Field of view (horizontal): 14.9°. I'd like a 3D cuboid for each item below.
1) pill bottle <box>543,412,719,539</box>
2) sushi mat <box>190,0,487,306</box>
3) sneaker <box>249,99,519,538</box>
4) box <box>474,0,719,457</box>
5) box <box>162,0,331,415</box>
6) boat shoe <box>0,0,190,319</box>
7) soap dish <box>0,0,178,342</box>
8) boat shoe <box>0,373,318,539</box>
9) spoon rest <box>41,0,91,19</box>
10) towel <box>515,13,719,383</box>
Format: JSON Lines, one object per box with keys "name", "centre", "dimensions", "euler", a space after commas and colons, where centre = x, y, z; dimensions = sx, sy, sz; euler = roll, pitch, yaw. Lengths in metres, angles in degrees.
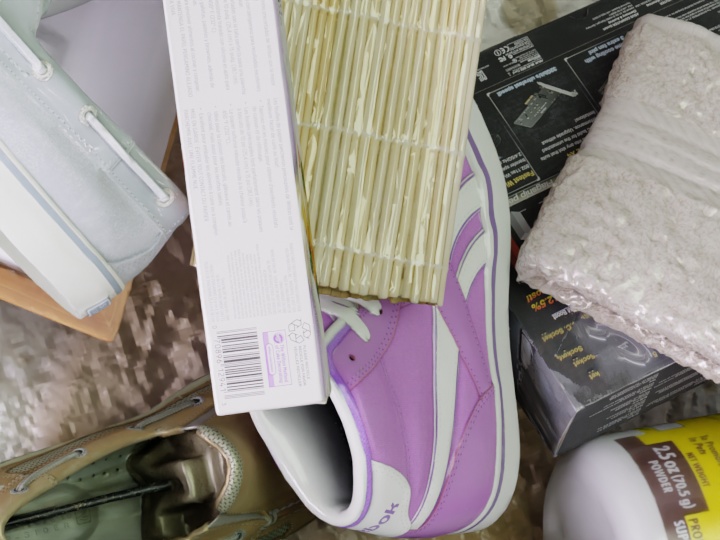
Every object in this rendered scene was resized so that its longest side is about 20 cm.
{"name": "pill bottle", "centre": [0.183, 0.107, 1.128], "dimensions": [0.200, 0.109, 0.110], "euler": [-9, 83, -18]}
{"name": "sushi mat", "centre": [-0.001, -0.090, 0.985], "dimensions": [0.095, 0.012, 0.201], "euler": [8, 93, -20]}
{"name": "sneaker", "centre": [0.001, 0.000, 1.035], "dimensions": [0.114, 0.073, 0.201], "euler": [5, 71, -49]}
{"name": "box", "centre": [0.125, -0.037, 1.127], "dimensions": [0.200, 0.050, 0.158], "euler": [-25, 69, -19]}
{"name": "box", "centre": [-0.042, -0.051, 0.948], "dimensions": [0.041, 0.039, 0.201], "euler": [-8, 92, 3]}
{"name": "boat shoe", "centre": [-0.133, -0.078, 0.933], "dimensions": [0.071, 0.070, 0.201], "euler": [-41, 108, -12]}
{"name": "soap dish", "centre": [-0.141, -0.089, 1.024], "dimensions": [0.157, 0.081, 0.200], "euler": [23, 69, -23]}
{"name": "boat shoe", "centre": [-0.061, 0.079, 1.035], "dimensions": [0.200, 0.076, 0.072], "euler": [-22, 89, -32]}
{"name": "spoon rest", "centre": [-0.089, -0.135, 0.994], "dimensions": [0.199, 0.061, 0.100], "euler": [-1, 78, -16]}
{"name": "towel", "centre": [0.172, -0.007, 1.071], "dimensions": [0.200, 0.034, 0.133], "euler": [26, 63, 5]}
